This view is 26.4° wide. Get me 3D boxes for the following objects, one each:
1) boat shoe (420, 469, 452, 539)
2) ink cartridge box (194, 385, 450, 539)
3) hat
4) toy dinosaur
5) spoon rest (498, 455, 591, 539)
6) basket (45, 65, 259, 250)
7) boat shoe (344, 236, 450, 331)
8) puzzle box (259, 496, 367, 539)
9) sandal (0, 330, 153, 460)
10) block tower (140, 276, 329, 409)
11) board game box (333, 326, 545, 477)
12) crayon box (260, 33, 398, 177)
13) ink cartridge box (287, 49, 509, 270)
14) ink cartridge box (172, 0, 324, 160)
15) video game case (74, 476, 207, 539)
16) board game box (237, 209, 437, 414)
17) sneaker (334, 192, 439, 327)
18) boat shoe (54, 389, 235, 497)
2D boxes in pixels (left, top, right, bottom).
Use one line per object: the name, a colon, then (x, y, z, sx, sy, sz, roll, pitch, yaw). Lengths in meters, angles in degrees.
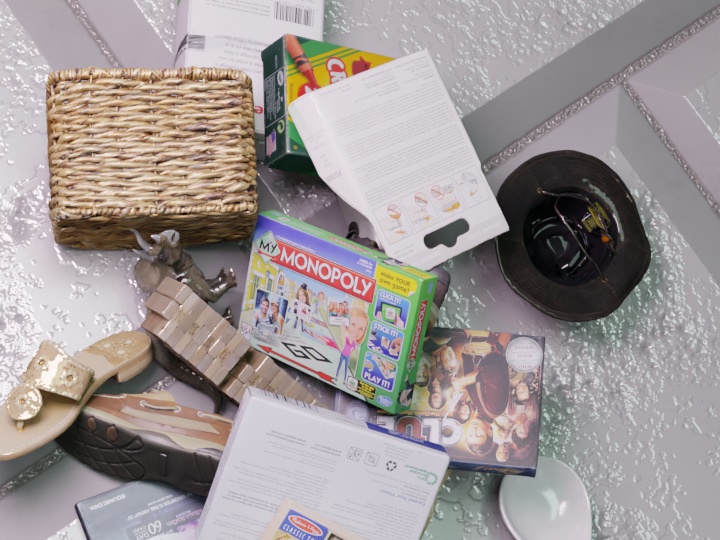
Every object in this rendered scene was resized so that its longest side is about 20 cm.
boat shoe: (0.056, 0.186, 1.517, 0.070, 0.070, 0.200, 33, 66, -10)
ink cartridge box: (-0.043, 0.227, 1.401, 0.196, 0.043, 0.200, 19, 99, -13)
hat: (0.207, -0.028, 1.634, 0.200, 0.081, 0.201, 9, 69, -24)
toy dinosaur: (-0.172, 0.046, 1.495, 0.102, 0.077, 0.201, -7, 107, -17)
spoon rest: (0.198, 0.284, 1.539, 0.099, 0.061, 0.201, -8, 77, -21)
basket: (-0.201, -0.105, 1.483, 0.199, 0.143, 0.149, -3, 77, -9)
boat shoe: (0.000, 0.000, 1.508, 0.200, 0.072, 0.065, 20, 63, 32)
puzzle box: (-0.016, 0.307, 1.389, 0.200, 0.025, 0.133, 30, 94, -15)
sandal: (-0.273, 0.089, 1.396, 0.077, 0.070, 0.212, 15, 32, 31)
block tower: (-0.122, 0.090, 1.456, 0.200, 0.058, 0.054, 43, 79, -26)
board game box: (0.076, 0.123, 1.490, 0.199, 0.035, 0.136, 5, 69, 3)
crayon box: (0.000, -0.155, 1.542, 0.200, 0.051, 0.127, 7, 71, -32)
ink cartridge box: (0.040, -0.100, 1.493, 0.161, 0.050, 0.200, -25, 92, -37)
ink cartridge box: (-0.118, -0.220, 1.582, 0.146, 0.084, 0.201, 9, 71, -18)
video game case: (-0.167, 0.287, 1.441, 0.143, 0.019, 0.200, -19, 79, -23)
board game box: (-0.026, 0.037, 1.459, 0.029, 0.200, 0.135, -14, 119, -52)
sneaker: (0.013, -0.001, 1.565, 0.079, 0.074, 0.201, -18, 80, -17)
boat shoe: (-0.197, 0.153, 1.445, 0.200, 0.076, 0.074, 19, 42, 2)
